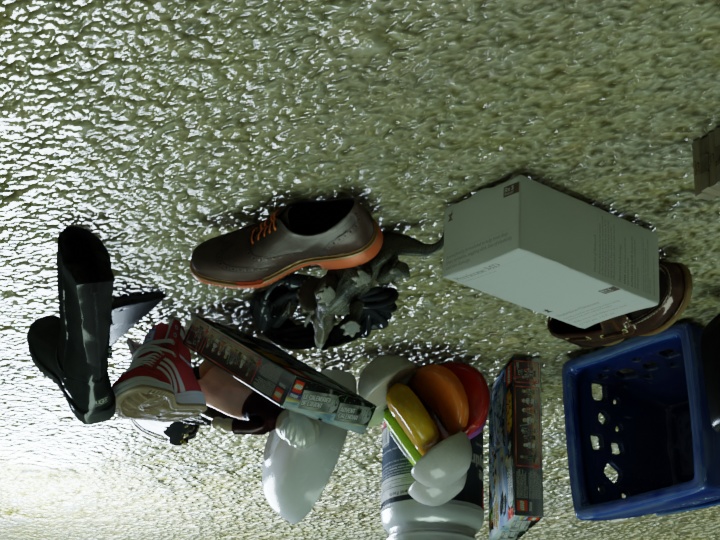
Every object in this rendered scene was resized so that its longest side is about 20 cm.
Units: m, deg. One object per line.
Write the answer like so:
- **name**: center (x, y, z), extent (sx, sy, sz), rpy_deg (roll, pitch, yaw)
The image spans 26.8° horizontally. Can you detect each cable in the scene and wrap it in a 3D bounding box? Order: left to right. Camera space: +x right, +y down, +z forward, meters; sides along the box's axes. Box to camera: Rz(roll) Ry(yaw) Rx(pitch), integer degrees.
- **cable**: center (-0.041, 0.044, 1.690), extent (0.161, 0.051, 0.200), rpy_deg (-4, 162, -7)

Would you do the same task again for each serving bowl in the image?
- **serving bowl**: center (-0.075, 0.211, 1.899), extent (0.065, 0.202, 0.200), rpy_deg (24, 152, -12)

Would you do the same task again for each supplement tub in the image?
- **supplement tub**: center (0.097, 0.282, 2.031), extent (0.139, 0.202, 0.141), rpy_deg (1, 158, 0)

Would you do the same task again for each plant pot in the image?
- **plant pot**: center (0.376, 0.193, 1.818), extent (0.179, 0.202, 0.199), rpy_deg (14, 154, -41)

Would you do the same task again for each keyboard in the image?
- **keyboard**: center (-0.307, 0.054, 1.758), extent (0.103, 0.040, 0.200), rpy_deg (-12, 166, -33)

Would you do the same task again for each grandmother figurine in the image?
- **grandmother figurine**: center (-0.126, 0.164, 1.839), extent (0.199, 0.121, 0.061), rpy_deg (22, 147, 38)

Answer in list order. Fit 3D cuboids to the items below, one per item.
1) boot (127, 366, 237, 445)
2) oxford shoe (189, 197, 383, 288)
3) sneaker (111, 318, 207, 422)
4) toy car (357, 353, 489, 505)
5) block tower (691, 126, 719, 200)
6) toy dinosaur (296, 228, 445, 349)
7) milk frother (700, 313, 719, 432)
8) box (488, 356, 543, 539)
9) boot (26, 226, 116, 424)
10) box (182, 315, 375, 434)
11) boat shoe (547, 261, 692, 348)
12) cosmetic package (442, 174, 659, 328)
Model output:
- **boot**: center (-0.215, 0.182, 1.981), extent (0.198, 0.074, 0.151), rpy_deg (9, 155, -7)
- **oxford shoe**: center (-0.082, -0.036, 1.483), extent (0.198, 0.072, 0.073), rpy_deg (-13, 142, 13)
- **sneaker**: center (-0.243, 0.109, 1.733), extent (0.071, 0.113, 0.200), rpy_deg (-21, 165, 10)
- **toy car**: center (0.092, 0.182, 1.892), extent (0.149, 0.176, 0.200), rpy_deg (-33, 161, -13)
- **block tower**: center (0.359, -0.117, 1.260), extent (0.057, 0.055, 0.200), rpy_deg (13, 155, -24)
- **toy dinosaur**: center (0.000, 0.000, 1.524), extent (0.077, 0.103, 0.200), rpy_deg (37, 106, -23)
- **milk frother**: center (0.480, 0.104, 1.600), extent (0.179, 0.190, 0.199), rpy_deg (15, 153, -31)
- **box**: center (0.192, 0.224, 1.887), extent (0.039, 0.202, 0.137), rpy_deg (5, 158, -7)
- **boot**: center (-0.306, 0.039, 1.592), extent (0.065, 0.165, 0.201), rpy_deg (-24, 138, -28)
- **box**: center (-0.094, 0.118, 1.727), extent (0.136, 0.040, 0.199), rpy_deg (24, -178, -45)
- **boat shoe**: center (0.273, 0.040, 1.614), extent (0.070, 0.071, 0.200), rpy_deg (7, 157, -24)
- **cosmetic package**: center (0.187, -0.015, 1.478), extent (0.199, 0.082, 0.112), rpy_deg (17, 155, -34)
